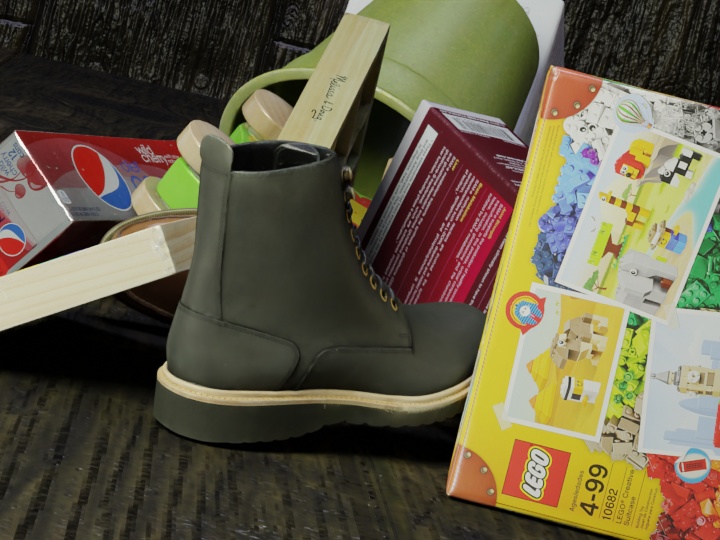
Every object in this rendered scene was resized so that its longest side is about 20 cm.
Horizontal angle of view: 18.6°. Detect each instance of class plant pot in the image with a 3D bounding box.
[{"bbox_3d":[0.033,-0.113,1.527,0.200,0.200,0.190,17,49,22],"label":"plant pot"}]

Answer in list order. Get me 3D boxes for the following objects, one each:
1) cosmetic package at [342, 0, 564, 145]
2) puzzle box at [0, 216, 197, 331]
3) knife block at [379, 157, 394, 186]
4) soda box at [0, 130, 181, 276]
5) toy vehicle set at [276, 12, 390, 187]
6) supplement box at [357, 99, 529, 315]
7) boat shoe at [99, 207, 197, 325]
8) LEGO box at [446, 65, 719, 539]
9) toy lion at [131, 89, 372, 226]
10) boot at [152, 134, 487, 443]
[{"bbox_3d":[0.063,-0.114,1.734,0.165,0.165,0.200,15,-25,12],"label":"cosmetic package"},{"bbox_3d":[-0.129,0.001,1.105,0.133,0.026,0.200,-19,1,11],"label":"puzzle box"},{"bbox_3d":[0.121,0.001,1.304,0.175,0.064,0.200,11,11,-38],"label":"knife block"},{"bbox_3d":[-0.162,-0.038,1.343,0.070,0.063,0.200,55,19,13],"label":"soda box"},{"bbox_3d":[-0.029,-0.038,1.152,0.026,0.125,0.200,16,33,4],"label":"toy vehicle set"},{"bbox_3d":[0.078,0.006,1.164,0.061,0.109,0.200,11,26,-36],"label":"supplement box"},{"bbox_3d":[-0.048,0.012,1.236,0.199,0.072,0.068,12,7,-13],"label":"boat shoe"},{"bbox_3d":[0.135,0.019,1.019,0.148,0.201,0.077,14,7,3],"label":"LEGO box"},{"bbox_3d":[-0.028,-0.019,1.372,0.192,0.069,0.200,42,20,3],"label":"toy lion"},{"bbox_3d":[0.000,0.000,1.037,0.200,0.139,0.077,-10,26,-44],"label":"boot"}]
